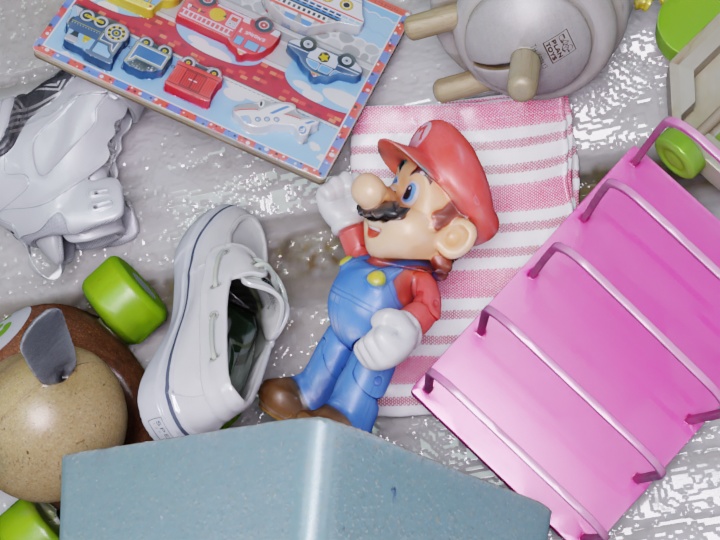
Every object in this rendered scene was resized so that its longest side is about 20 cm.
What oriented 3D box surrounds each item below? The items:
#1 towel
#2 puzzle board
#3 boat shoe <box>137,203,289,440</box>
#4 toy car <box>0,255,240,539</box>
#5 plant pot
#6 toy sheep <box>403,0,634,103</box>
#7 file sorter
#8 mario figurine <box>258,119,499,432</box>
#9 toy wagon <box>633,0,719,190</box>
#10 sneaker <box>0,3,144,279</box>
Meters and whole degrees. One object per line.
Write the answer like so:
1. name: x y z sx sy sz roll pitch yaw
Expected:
1. towel: 0.064 -0.011 0.942 0.145 0.030 0.203 -5 76 13
2. puzzle board: -0.083 -0.152 0.965 0.198 0.017 0.152 24 58 4
3. boat shoe: -0.071 0.027 0.901 0.066 0.074 0.201 -22 35 24
4. toy car: -0.188 0.076 0.889 0.164 0.200 0.158 -42 72 0
5. plant pot: -0.037 0.205 0.780 0.194 0.196 0.202 -12 63 39
6. toy sheep: 0.099 -0.165 0.916 0.136 0.139 0.201 -3 48 12
7. file sorter: 0.145 0.036 0.843 0.139 0.125 0.200 43 84 8
8. mario figurine: 0.000 0.000 0.891 0.123 0.106 0.202 26 87 21
9. toy wagon: 0.246 -0.108 0.911 0.155 0.040 0.200 -43 71 -10
10. sneaker: -0.164 -0.087 0.994 0.199 0.075 0.115 -39 81 -6
